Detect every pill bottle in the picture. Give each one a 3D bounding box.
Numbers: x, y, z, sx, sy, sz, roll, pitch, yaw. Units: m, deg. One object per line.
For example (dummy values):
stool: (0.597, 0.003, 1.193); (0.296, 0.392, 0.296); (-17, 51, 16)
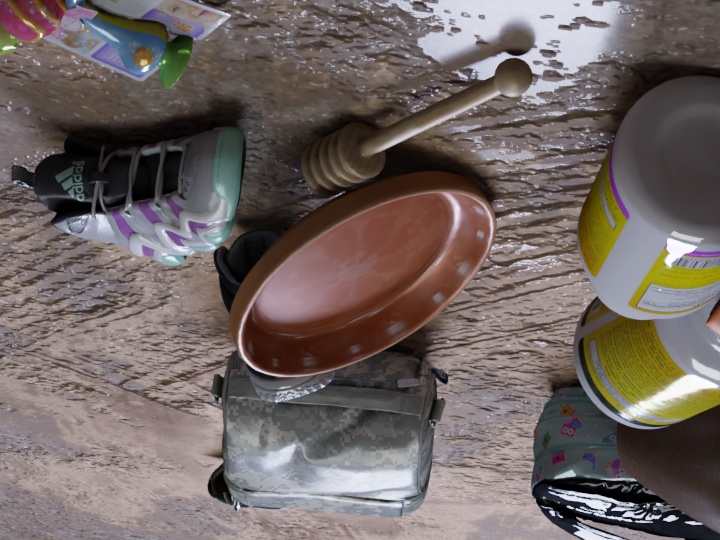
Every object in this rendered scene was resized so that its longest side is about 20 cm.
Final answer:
pill bottle: (0.238, 0.039, 1.319); (0.112, 0.113, 0.200); (12, 161, -15)
pill bottle: (0.189, -0.033, 1.139); (0.103, 0.105, 0.200); (7, 162, -1)

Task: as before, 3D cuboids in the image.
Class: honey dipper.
honey dipper: (0.036, -0.090, 1.145); (0.038, 0.038, 0.199); (20, 154, -33)

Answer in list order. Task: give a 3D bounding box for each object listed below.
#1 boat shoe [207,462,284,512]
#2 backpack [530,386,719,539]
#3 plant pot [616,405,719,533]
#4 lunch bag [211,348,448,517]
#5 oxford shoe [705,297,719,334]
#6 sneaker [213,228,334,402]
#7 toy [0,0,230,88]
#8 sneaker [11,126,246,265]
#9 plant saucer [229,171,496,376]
boat shoe: (-0.121, 0.230, 2.080); (0.061, 0.076, 0.200); (1, 173, -19)
backpack: (0.254, 0.179, 1.705); (0.198, 0.127, 0.167); (6, 150, 7)
plant pot: (0.318, 0.143, 1.535); (0.199, 0.188, 0.187); (9, 166, 38)
lunch bag: (-0.025, 0.131, 1.643); (0.198, 0.140, 0.168); (5, 162, 3)
oxford shoe: (0.268, -0.004, 1.081); (0.073, 0.200, 0.071); (38, 137, 9)
sneaker: (-0.068, 0.017, 1.434); (0.075, 0.115, 0.200); (-16, -162, -4)
toy: (-0.186, -0.144, 1.040); (0.199, 0.048, 0.115); (17, 157, -29)
sneaker: (-0.161, -0.056, 1.244); (0.139, 0.078, 0.200); (13, 160, -18)
plant saucer: (0.000, 0.000, 1.284); (0.199, 0.032, 0.201); (-23, 151, -13)
